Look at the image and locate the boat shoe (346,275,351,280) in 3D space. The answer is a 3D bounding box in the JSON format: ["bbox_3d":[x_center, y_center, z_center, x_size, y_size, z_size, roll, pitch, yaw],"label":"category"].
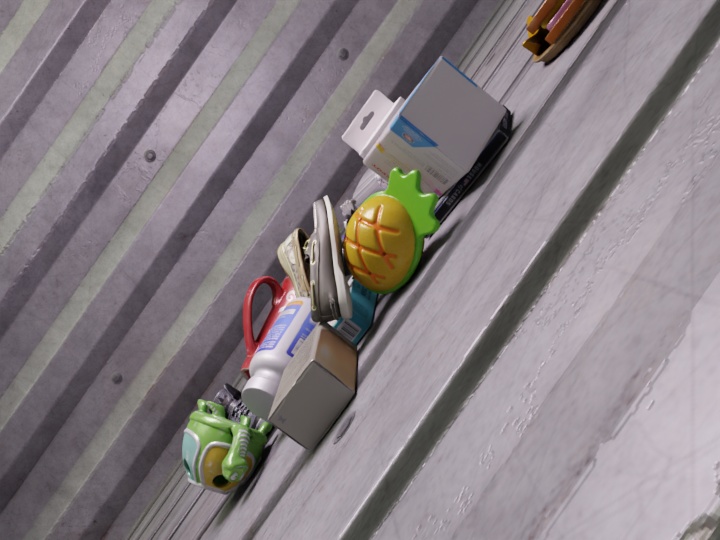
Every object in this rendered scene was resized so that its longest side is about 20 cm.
[{"bbox_3d":[0.000,0.000,1.472,0.201,0.063,0.071,-52,7,31],"label":"boat shoe"}]

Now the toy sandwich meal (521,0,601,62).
[{"bbox_3d":[0.312,-0.409,1.247,0.206,0.070,0.205,-54,6,9],"label":"toy sandwich meal"}]

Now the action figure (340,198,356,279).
[{"bbox_3d":[-0.006,-0.048,1.319,0.198,0.103,0.119,-23,-24,-39],"label":"action figure"}]

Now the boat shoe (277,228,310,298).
[{"bbox_3d":[-0.085,0.019,1.468,0.073,0.202,0.063,-15,-24,-48],"label":"boat shoe"}]

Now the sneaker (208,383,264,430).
[{"bbox_3d":[-0.225,0.269,1.520,0.076,0.113,0.200,-56,6,-19],"label":"sneaker"}]

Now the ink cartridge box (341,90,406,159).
[{"bbox_3d":[0.077,-0.215,1.401,0.118,0.199,0.067,-54,6,-2],"label":"ink cartridge box"}]

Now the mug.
[{"bbox_3d":[-0.152,0.122,1.533,0.202,0.175,0.134,-62,-5,-26],"label":"mug"}]

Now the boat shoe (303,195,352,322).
[{"bbox_3d":[-0.055,-0.019,1.198,0.072,0.059,0.205,67,-168,-62],"label":"boat shoe"}]

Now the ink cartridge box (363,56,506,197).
[{"bbox_3d":[0.103,-0.198,1.222,0.126,0.128,0.200,-56,7,-21],"label":"ink cartridge box"}]

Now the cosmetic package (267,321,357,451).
[{"bbox_3d":[-0.060,0.150,1.099,0.106,0.071,0.200,-52,6,11],"label":"cosmetic package"}]

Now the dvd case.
[{"bbox_3d":[0.162,-0.156,1.256,0.201,0.025,0.151,-51,7,27],"label":"dvd case"}]

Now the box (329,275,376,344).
[{"bbox_3d":[-0.017,0.067,1.310,0.083,0.049,0.200,-52,7,17],"label":"box"}]

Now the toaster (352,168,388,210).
[{"bbox_3d":[0.076,-0.199,1.752,0.201,0.113,0.129,-56,10,-34],"label":"toaster"}]

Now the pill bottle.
[{"bbox_3d":[-0.119,0.151,1.356,0.112,0.111,0.201,-47,10,49],"label":"pill bottle"}]

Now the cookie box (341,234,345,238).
[{"bbox_3d":[-0.032,-0.006,1.700,0.172,0.075,0.200,-56,6,-18],"label":"cookie box"}]

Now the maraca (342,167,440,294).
[{"bbox_3d":[0.044,-0.054,1.164,0.106,0.138,0.201,-13,-31,-46],"label":"maraca"}]

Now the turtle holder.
[{"bbox_3d":[-0.220,0.302,1.342,0.183,0.141,0.134,8,72,38],"label":"turtle holder"}]

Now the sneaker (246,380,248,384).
[{"bbox_3d":[-0.154,0.185,1.625,0.200,0.075,0.090,-45,-15,-22],"label":"sneaker"}]
